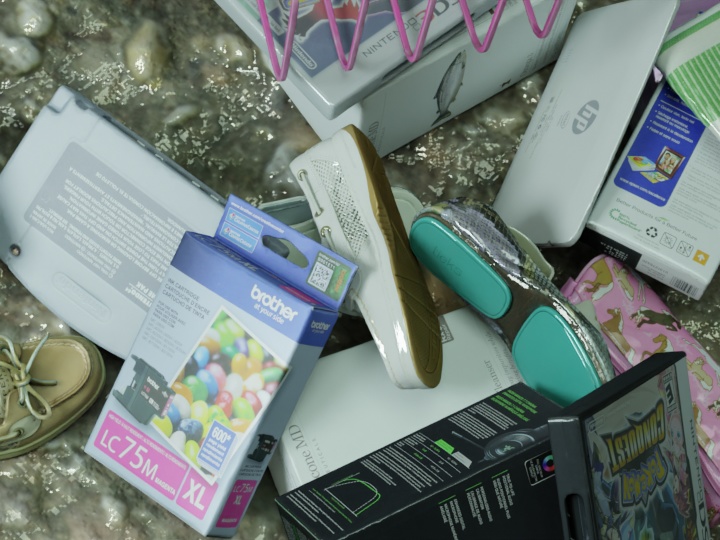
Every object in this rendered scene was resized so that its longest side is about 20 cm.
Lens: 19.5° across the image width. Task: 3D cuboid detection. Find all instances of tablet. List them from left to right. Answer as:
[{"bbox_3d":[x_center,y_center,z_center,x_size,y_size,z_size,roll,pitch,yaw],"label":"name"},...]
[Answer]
[{"bbox_3d":[0.153,-0.105,1.495,0.014,0.130,0.200,30,76,-24],"label":"tablet"}]

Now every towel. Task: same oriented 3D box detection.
[{"bbox_3d":[0.312,-0.114,1.467,0.152,0.023,0.200,-30,71,-22],"label":"towel"}]

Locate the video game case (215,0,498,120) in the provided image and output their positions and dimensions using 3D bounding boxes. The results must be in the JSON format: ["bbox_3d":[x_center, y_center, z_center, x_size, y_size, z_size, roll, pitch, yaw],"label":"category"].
[{"bbox_3d":[-0.017,-0.224,1.471,0.182,0.023,0.200,-37,72,-21],"label":"video game case"}]

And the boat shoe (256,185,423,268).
[{"bbox_3d":[-0.051,-0.015,1.489,0.199,0.062,0.073,-16,104,-1],"label":"boat shoe"}]

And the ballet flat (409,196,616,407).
[{"bbox_3d":[0.118,0.025,1.395,0.072,0.072,0.200,-36,73,-20],"label":"ballet flat"}]

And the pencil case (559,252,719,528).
[{"bbox_3d":[0.212,0.082,1.456,0.086,0.083,0.200,-36,75,-21],"label":"pencil case"}]

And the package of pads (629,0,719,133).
[{"bbox_3d":[0.264,-0.111,1.553,0.120,0.076,0.200,-17,69,-11],"label":"package of pads"}]

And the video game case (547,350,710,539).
[{"bbox_3d":[0.176,0.158,1.320,0.025,0.200,0.181,-5,97,28],"label":"video game case"}]

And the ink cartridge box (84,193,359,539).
[{"bbox_3d":[-0.093,0.060,1.379,0.119,0.042,0.200,30,97,30],"label":"ink cartridge box"}]

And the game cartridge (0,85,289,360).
[{"bbox_3d":[-0.163,-0.018,1.447,0.200,0.041,0.133,37,96,10],"label":"game cartridge"}]

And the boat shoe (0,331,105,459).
[{"bbox_3d":[-0.264,0.092,1.404,0.200,0.063,0.073,-23,70,-17],"label":"boat shoe"}]

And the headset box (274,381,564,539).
[{"bbox_3d":[0.072,0.191,1.337,0.200,0.093,0.175,-23,111,-17],"label":"headset box"}]

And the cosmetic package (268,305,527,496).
[{"bbox_3d":[0.036,0.104,1.424,0.200,0.081,0.113,-20,67,-16],"label":"cosmetic package"}]

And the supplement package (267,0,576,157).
[{"bbox_3d":[0.046,-0.182,1.535,0.200,0.117,0.117,-30,71,-18],"label":"supplement package"}]

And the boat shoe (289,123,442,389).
[{"bbox_3d":[0.000,0.000,1.408,0.069,0.071,0.200,-24,60,13],"label":"boat shoe"}]

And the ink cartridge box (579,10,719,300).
[{"bbox_3d":[0.238,-0.083,1.477,0.095,0.037,0.200,27,67,7],"label":"ink cartridge box"}]

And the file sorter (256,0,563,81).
[{"bbox_3d":[0.029,-0.213,1.385,0.199,0.139,0.126,-10,69,-11],"label":"file sorter"}]
